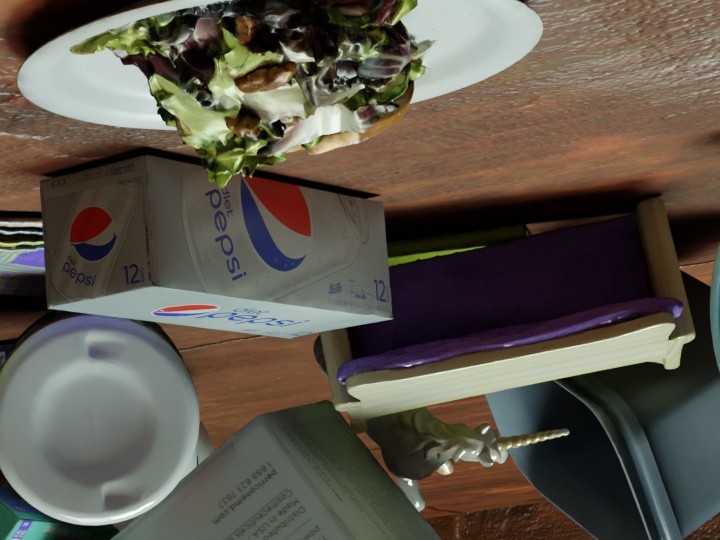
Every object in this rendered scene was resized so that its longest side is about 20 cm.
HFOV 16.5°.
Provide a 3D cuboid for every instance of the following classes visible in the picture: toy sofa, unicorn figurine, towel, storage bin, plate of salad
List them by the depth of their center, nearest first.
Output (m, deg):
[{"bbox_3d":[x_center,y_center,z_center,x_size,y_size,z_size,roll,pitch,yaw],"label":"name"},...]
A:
[{"bbox_3d":[-0.029,-0.070,0.935,0.199,0.048,0.200,-5,170,-1],"label":"plate of salad"},{"bbox_3d":[-0.174,-0.002,1.297,0.199,0.023,0.143,1,167,-33],"label":"towel"},{"bbox_3d":[0.076,0.021,1.354,0.199,0.083,0.098,-12,161,1],"label":"toy sofa"},{"bbox_3d":[0.000,0.000,1.429,0.199,0.018,0.086,-8,171,7],"label":"towel"},{"bbox_3d":[0.175,0.083,1.481,0.134,0.146,0.200,-28,-155,-13],"label":"storage bin"},{"bbox_3d":[0.028,0.087,1.502,0.074,0.200,0.137,-48,161,-14],"label":"unicorn figurine"}]

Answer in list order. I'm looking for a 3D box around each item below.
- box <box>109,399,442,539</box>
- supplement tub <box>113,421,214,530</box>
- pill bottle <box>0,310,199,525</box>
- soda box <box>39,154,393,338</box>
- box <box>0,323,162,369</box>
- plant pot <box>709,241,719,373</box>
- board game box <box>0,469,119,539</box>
[{"bbox_3d":[-0.049,0.211,1.425,0.199,0.200,0.171,-40,171,10],"label":"box"},{"bbox_3d":[-0.177,0.145,1.762,0.144,0.146,0.200,-6,170,2],"label":"supplement tub"},{"bbox_3d":[-0.152,0.076,1.414,0.113,0.115,0.200,-5,-177,-6],"label":"pill bottle"},{"bbox_3d":[-0.065,-0.009,1.208,0.068,0.064,0.200,-11,168,33],"label":"soda box"},{"bbox_3d":[-0.211,0.106,1.594,0.199,0.122,0.032,-9,169,14],"label":"box"},{"bbox_3d":[0.308,0.011,1.235,0.199,0.201,0.187,-16,-179,43],"label":"plant pot"},{"bbox_3d":[-0.249,0.105,1.434,0.200,0.045,0.152,37,-178,18],"label":"board game box"}]
